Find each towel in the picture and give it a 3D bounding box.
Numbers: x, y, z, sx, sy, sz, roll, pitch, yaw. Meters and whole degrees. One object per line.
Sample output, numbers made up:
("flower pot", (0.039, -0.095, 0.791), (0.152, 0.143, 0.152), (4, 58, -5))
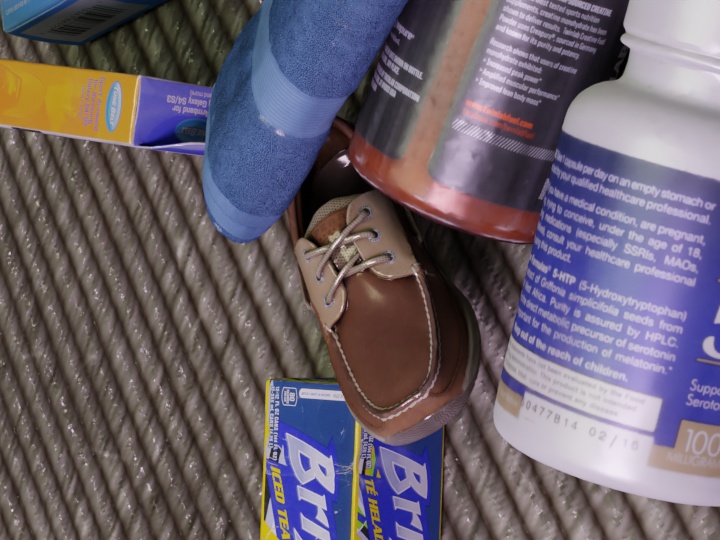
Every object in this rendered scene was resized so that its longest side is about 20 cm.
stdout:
("towel", (-0.022, -0.113, 0.998), (0.112, 0.048, 0.200), (-87, 23, -48))

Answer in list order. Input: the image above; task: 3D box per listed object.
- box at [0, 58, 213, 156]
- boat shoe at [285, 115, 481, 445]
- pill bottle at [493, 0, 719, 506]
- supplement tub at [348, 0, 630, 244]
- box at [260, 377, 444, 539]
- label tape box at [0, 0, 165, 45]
("box", (-0.121, -0.085, 1.162), (0.199, 0.119, 0.042), (8, 93, 45))
("boat shoe", (0.000, 0.000, 1.016), (0.076, 0.072, 0.201), (-35, 38, 13))
("pill bottle", (0.133, -0.016, 0.899), (0.119, 0.119, 0.202), (22, 103, 44))
("supplement tub", (0.074, -0.121, 0.974), (0.107, 0.106, 0.201), (36, 112, 40))
("box", (-0.006, 0.154, 1.068), (0.070, 0.064, 0.202), (1, 89, 45))
("label tape box", (-0.148, -0.247, 1.240), (0.143, 0.066, 0.202), (-20, 71, 42))
